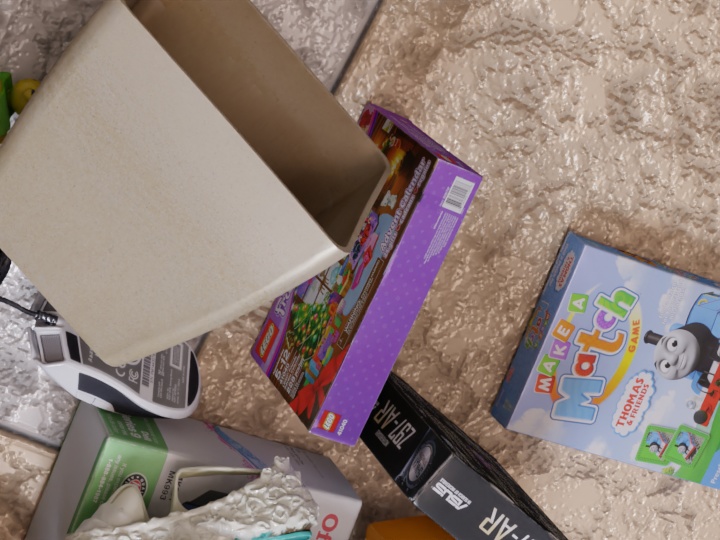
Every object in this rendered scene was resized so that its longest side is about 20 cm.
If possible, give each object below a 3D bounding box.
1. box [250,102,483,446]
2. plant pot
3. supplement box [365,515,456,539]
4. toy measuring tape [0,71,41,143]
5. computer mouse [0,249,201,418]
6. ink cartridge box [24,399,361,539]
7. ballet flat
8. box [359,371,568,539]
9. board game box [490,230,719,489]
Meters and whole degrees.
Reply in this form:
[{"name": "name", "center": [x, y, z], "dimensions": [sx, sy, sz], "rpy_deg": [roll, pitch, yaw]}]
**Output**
[{"name": "box", "center": [0.000, 0.000, 1.378], "dimensions": [0.039, 0.137, 0.201], "rpy_deg": [21, 101, -25]}, {"name": "plant pot", "center": [-0.121, -0.059, 1.269], "dimensions": [0.177, 0.200, 0.200], "rpy_deg": [-39, 98, 18]}, {"name": "supplement box", "center": [0.047, 0.296, 1.487], "dimensions": [0.073, 0.126, 0.201], "rpy_deg": [-4, 118, -31]}, {"name": "toy measuring tape", "center": [-0.291, -0.091, 1.278], "dimensions": [0.199, 0.074, 0.074], "rpy_deg": [-11, 113, -16]}, {"name": "computer mouse", "center": [-0.193, 0.052, 1.364], "dimensions": [0.199, 0.110, 0.044], "rpy_deg": [29, 135, -32]}, {"name": "ink cartridge box", "center": [-0.119, 0.186, 1.433], "dimensions": [0.199, 0.088, 0.146], "rpy_deg": [18, 102, -26]}, {"name": "ballet flat", "center": [-0.126, 0.166, 1.349], "dimensions": [0.199, 0.072, 0.072], "rpy_deg": [-12, 113, -17]}, {"name": "box", "center": [0.067, 0.144, 1.420], "dimensions": [0.044, 0.200, 0.160], "rpy_deg": [-48, 118, 2]}, {"name": "board game box", "center": [0.215, 0.070, 1.537], "dimensions": [0.199, 0.037, 0.152], "rpy_deg": [17, 103, -23]}]
